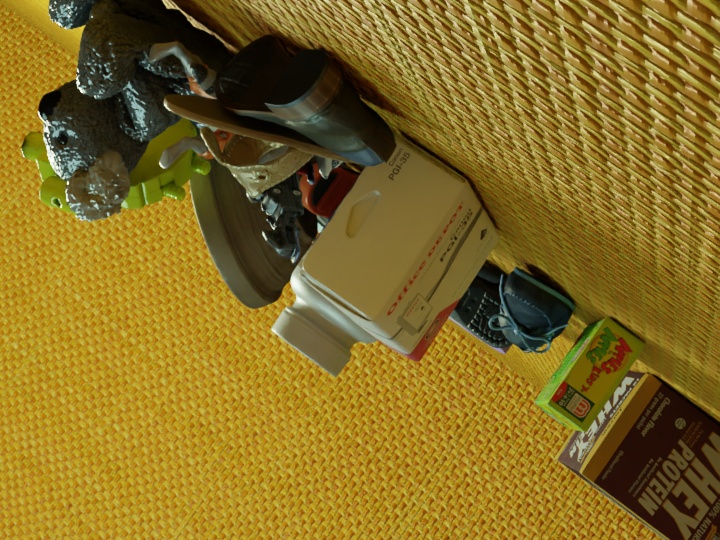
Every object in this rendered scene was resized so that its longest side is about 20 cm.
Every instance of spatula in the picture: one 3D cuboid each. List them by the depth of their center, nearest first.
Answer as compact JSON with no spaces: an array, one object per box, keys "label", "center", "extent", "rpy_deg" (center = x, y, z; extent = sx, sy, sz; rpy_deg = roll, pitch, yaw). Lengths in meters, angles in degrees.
[{"label":"spatula","center":[0.092,-0.030,1.680],"extent":[0.199,0.021,0.056],"rpy_deg":[34,154,-27]}]

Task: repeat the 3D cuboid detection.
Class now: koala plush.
[{"label":"koala plush","center":[-0.237,-0.158,1.484],"extent":[0.182,0.201,0.178],"rpy_deg":[18,-154,-35]}]

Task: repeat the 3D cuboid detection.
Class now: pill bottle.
[{"label":"pill bottle","center":[0.000,0.000,1.522],"extent":[0.110,0.201,0.111],"rpy_deg":[35,177,2]}]

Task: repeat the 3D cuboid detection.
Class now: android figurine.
[{"label":"android figurine","center":[-0.250,-0.122,1.594],"extent":[0.198,0.183,0.041],"rpy_deg":[18,138,23]}]

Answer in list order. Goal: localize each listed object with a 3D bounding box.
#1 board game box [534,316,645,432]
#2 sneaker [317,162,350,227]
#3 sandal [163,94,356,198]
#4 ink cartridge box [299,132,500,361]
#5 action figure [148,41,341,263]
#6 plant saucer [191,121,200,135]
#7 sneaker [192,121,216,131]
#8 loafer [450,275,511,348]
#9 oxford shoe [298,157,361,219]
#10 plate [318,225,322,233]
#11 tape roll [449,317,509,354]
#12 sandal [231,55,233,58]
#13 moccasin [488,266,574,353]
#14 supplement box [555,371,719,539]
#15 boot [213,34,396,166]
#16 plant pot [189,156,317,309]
[{"label":"board game box","center":[0.227,0.106,1.535],"extent":[0.047,0.102,0.200],"rpy_deg":[35,178,5]},{"label":"sneaker","center":[-0.063,-0.128,1.772],"extent":[0.199,0.075,0.077],"rpy_deg":[38,148,13]},{"label":"sandal","center":[-0.071,-0.092,1.278],"extent":[0.209,0.070,0.078],"rpy_deg":[6,-158,-32]},{"label":"ink cartridge box","center":[0.039,-0.014,1.334],"extent":[0.082,0.147,0.200],"rpy_deg":[33,177,18]},{"label":"action figure","center":[-0.084,-0.115,1.354],"extent":[0.191,0.105,0.202],"rpy_deg":[8,-133,-35]},{"label":"plant saucer","center":[-0.190,-0.150,1.698],"extent":[0.070,0.019,0.202],"rpy_deg":[-70,-40,-68]},{"label":"sneaker","center":[-0.118,-0.160,1.648],"extent":[0.088,0.076,0.200],"rpy_deg":[36,179,-26]},{"label":"loafer","center":[0.111,0.015,1.766],"extent":[0.200,0.073,0.071],"rpy_deg":[43,-160,14]},{"label":"oxford shoe","center":[-0.022,-0.085,1.668],"extent":[0.072,0.072,0.200],"rpy_deg":[32,-179,33]},{"label":"plate","center":[-0.029,-0.080,1.903],"extent":[0.201,0.025,0.201],"rpy_deg":[50,164,20]},{"label":"tape roll","center":[0.118,0.020,1.905],"extent":[0.199,0.066,0.200],"rpy_deg":[37,177,2]},{"label":"sandal","center":[-0.162,-0.201,1.579],"extent":[0.200,0.075,0.048],"rpy_deg":[33,156,56]},{"label":"moccasin","center":[0.179,0.052,1.566],"extent":[0.080,0.069,0.200],"rpy_deg":[35,177,21]},{"label":"supplement box","center":[0.347,0.224,1.734],"extent":[0.196,0.133,0.200],"rpy_deg":[36,178,0]},{"label":"boot","center":[-0.048,-0.129,1.227],"extent":[0.097,0.075,0.200],"rpy_deg":[40,174,-28]},{"label":"plant pot","center":[-0.107,-0.066,1.693],"extent":[0.201,0.092,0.203],"rpy_deg":[-18,-90,-76]}]
